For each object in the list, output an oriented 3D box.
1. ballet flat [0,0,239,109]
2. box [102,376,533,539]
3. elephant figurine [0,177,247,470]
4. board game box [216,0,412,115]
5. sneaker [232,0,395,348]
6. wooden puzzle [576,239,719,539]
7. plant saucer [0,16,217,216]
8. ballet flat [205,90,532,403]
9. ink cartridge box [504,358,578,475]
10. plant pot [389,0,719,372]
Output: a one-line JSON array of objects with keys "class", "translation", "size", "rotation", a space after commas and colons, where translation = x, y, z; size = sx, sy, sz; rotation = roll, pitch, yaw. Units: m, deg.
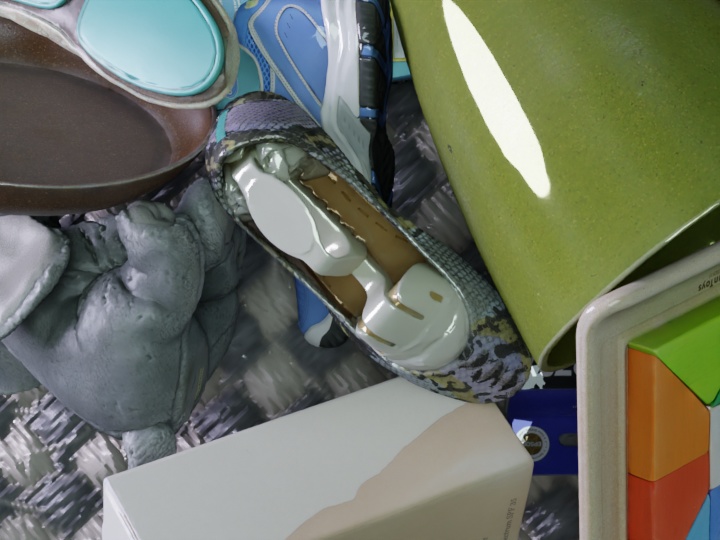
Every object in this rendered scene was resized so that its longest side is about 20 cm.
[{"class": "ballet flat", "translation": [-0.127, -0.134, 1.176], "size": [0.200, 0.062, 0.068], "rotation": [31, 94, 27]}, {"class": "box", "translation": [-0.023, 0.125, 1.149], "size": [0.199, 0.095, 0.078], "rotation": [-19, 53, -20]}, {"class": "elephant figurine", "translation": [-0.168, 0.003, 1.188], "size": [0.199, 0.155, 0.142], "rotation": [12, 123, 10]}, {"class": "board game box", "translation": [0.003, -0.171, 1.214], "size": [0.199, 0.047, 0.152], "rotation": [-10, 92, 0]}, {"class": "sneaker", "translation": [-0.025, -0.054, 1.182], "size": [0.077, 0.076, 0.201], "rotation": [5, 117, 8]}, {"class": "wooden puzzle", "translation": [0.170, 0.076, 1.105], "size": [0.037, 0.185, 0.201], "rotation": [23, 124, 39]}, {"class": "plant saucer", "translation": [-0.171, -0.077, 1.148], "size": [0.199, 0.200, 0.032], "rotation": [10, 118, 0]}, {"class": "ballet flat", "translation": [0.000, 0.000, 1.113], "size": [0.200, 0.072, 0.072], "rotation": [44, 90, -6]}, {"class": "ink cartridge box", "translation": [0.123, 0.009, 1.222], "size": [0.094, 0.037, 0.201], "rotation": [0, 92, 0]}, {"class": "plant pot", "translation": [0.105, -0.086, 1.121], "size": [0.187, 0.187, 0.200], "rotation": [-36, 77, 0]}]
